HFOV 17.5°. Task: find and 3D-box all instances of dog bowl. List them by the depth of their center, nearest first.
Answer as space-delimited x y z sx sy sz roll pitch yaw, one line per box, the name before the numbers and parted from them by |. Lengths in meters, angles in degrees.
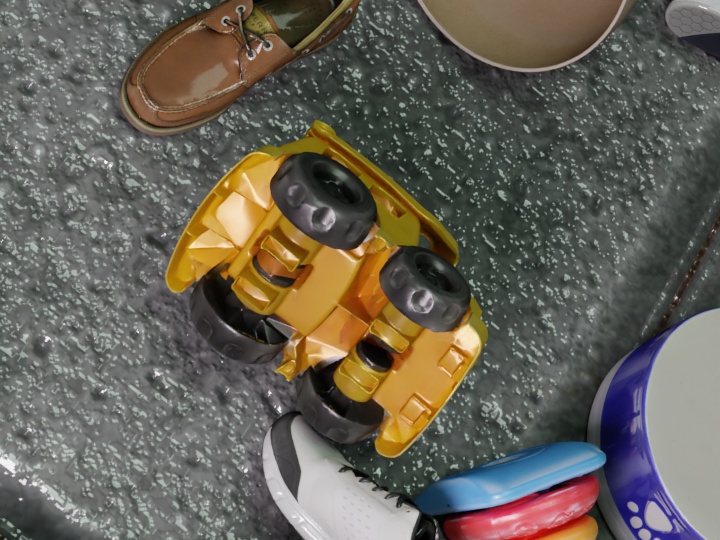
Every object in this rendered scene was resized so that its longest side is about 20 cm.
dog bowl | 0.264 0.130 1.661 0.199 0.079 0.201 11 64 -23

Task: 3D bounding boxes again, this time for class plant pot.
plant pot | 0.144 -0.261 1.710 0.201 0.200 0.134 55 42 3

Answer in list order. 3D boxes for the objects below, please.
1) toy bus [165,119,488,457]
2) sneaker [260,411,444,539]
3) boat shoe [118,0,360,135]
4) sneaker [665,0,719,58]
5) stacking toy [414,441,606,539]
toy bus | 0.000 0.000 1.544 0.200 0.136 0.192 39 27 4
sneaker | 0.009 0.161 1.484 0.074 0.080 0.200 14 35 -53
boat shoe | -0.081 -0.163 1.613 0.200 0.068 0.072 -36 89 -33
sneaker | 0.352 -0.211 1.853 0.202 0.077 0.147 32 61 -11
stacking toy | 0.124 0.221 1.547 0.109 0.116 0.201 -16 88 -33
